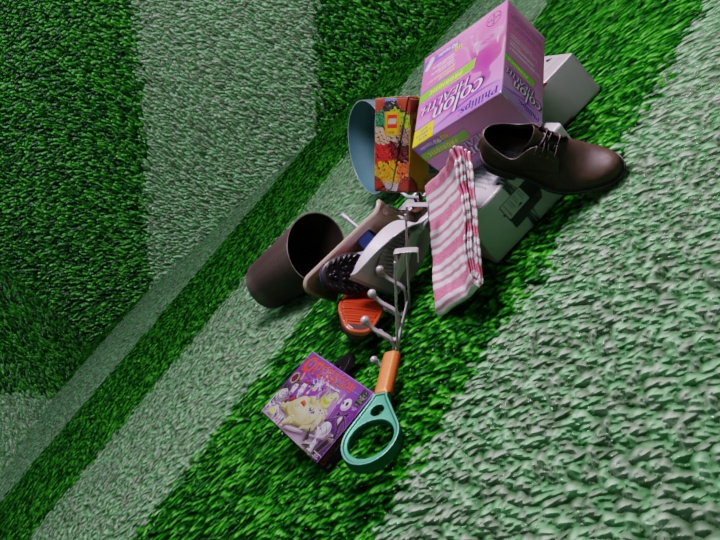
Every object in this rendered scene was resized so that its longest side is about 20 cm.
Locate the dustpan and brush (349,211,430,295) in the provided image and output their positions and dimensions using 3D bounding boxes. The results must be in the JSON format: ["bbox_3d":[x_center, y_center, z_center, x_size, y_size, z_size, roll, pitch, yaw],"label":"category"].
[{"bbox_3d":[0.078,-0.052,1.313,0.057,0.139,0.203,28,94,35],"label":"dustpan and brush"}]

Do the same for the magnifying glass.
[{"bbox_3d":[0.024,0.174,1.067,0.078,0.023,0.201,-15,29,23],"label":"magnifying glass"}]

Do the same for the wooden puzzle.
[{"bbox_3d":[-0.001,-0.022,1.493,0.200,0.046,0.185,-48,-17,5],"label":"wooden puzzle"}]

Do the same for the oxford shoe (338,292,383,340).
[{"bbox_3d":[-0.003,0.077,1.346,0.200,0.070,0.074,-83,2,-72],"label":"oxford shoe"}]

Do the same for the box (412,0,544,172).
[{"bbox_3d":[0.179,-0.268,1.270,0.175,0.096,0.203,-27,42,42],"label":"box"}]

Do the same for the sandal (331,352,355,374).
[{"bbox_3d":[-0.082,0.174,1.330,0.199,0.045,0.076,-30,22,42],"label":"sandal"}]

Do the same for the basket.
[{"bbox_3d":[-0.147,-0.008,1.784,0.199,0.136,0.181,-34,15,43],"label":"basket"}]

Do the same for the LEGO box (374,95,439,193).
[{"bbox_3d":[0.116,-0.208,1.405,0.076,0.152,0.198,7,10,44],"label":"LEGO box"}]

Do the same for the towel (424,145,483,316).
[{"bbox_3d":[0.122,-0.050,1.157,0.147,0.029,0.204,126,144,-67],"label":"towel"}]

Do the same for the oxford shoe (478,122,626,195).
[{"bbox_3d":[0.248,-0.150,1.106,0.196,0.085,0.074,10,73,19],"label":"oxford shoe"}]

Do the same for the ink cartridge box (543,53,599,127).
[{"bbox_3d":[0.297,-0.292,1.458,0.147,0.083,0.200,-46,17,-1],"label":"ink cartridge box"}]

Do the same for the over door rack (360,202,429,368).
[{"bbox_3d":[0.046,0.016,1.199,0.149,0.065,0.203,-73,-7,-57],"label":"over door rack"}]

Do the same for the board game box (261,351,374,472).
[{"bbox_3d":[-0.058,0.194,1.190,0.120,0.032,0.199,-45,28,-13],"label":"board game box"}]

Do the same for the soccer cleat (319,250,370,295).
[{"bbox_3d":[0.000,0.000,1.381,0.198,0.070,0.073,-15,4,-42],"label":"soccer cleat"}]

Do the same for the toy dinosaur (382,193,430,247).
[{"bbox_3d":[0.131,-0.094,1.407,0.198,0.087,0.135,-15,7,38],"label":"toy dinosaur"}]

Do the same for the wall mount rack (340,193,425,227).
[{"bbox_3d":[0.046,-0.126,1.686,0.200,0.075,0.174,-46,16,-7],"label":"wall mount rack"}]

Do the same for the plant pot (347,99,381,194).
[{"bbox_3d":[0.073,-0.280,1.844,0.133,0.204,0.199,-14,4,-23],"label":"plant pot"}]

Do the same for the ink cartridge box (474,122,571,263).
[{"bbox_3d":[0.217,-0.118,1.236,0.200,0.083,0.147,-45,17,-2],"label":"ink cartridge box"}]
